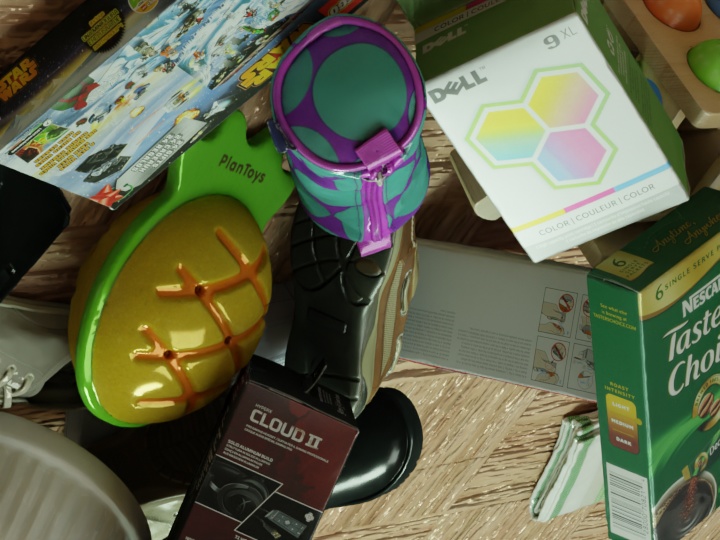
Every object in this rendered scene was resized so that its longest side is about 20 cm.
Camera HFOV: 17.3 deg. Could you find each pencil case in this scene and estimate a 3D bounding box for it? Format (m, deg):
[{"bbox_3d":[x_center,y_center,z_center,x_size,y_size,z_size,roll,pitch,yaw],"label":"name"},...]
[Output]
[{"bbox_3d":[-0.004,-0.073,1.322,0.084,0.093,0.200,-17,170,0],"label":"pencil case"}]

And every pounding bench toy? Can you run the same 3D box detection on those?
[{"bbox_3d":[0.169,-0.100,1.463,0.199,0.125,0.156,-6,142,-38],"label":"pounding bench toy"}]

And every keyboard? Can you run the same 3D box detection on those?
[{"bbox_3d":[-0.226,-0.047,1.279,0.104,0.040,0.200,-50,154,-16],"label":"keyboard"}]

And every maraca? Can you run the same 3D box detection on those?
[{"bbox_3d":[-0.103,0.001,1.392,0.137,0.107,0.201,18,99,-58],"label":"maraca"}]

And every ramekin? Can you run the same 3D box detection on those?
[{"bbox_3d":[-0.235,0.188,1.441,0.199,0.105,0.201,8,134,8],"label":"ramekin"}]

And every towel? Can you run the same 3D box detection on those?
[{"bbox_3d":[0.242,0.140,2.019,0.199,0.031,0.150,-20,152,-25],"label":"towel"}]

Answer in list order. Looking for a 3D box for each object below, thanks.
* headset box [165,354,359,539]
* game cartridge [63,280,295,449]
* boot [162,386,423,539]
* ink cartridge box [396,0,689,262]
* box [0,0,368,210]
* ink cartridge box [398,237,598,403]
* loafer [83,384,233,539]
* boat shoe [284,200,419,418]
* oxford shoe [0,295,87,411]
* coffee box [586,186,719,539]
[{"bbox_3d":[-0.067,0.143,1.422,0.149,0.077,0.201,-132,-114,-85],"label":"headset box"},{"bbox_3d":[-0.103,0.071,1.566,0.199,0.041,0.134,-18,152,-23],"label":"game cartridge"},{"bbox_3d":[-0.071,0.148,1.629,0.162,0.074,0.198,-13,169,-46],"label":"boot"},{"bbox_3d":[0.097,-0.107,1.338,0.103,0.060,0.200,-23,125,20],"label":"ink cartridge box"},{"bbox_3d":[-0.098,-0.119,1.253,0.200,0.040,0.137,-38,158,12],"label":"box"},{"bbox_3d":[0.140,0.037,1.572,0.175,0.199,0.085,8,93,-49],"label":"ink cartridge box"},{"bbox_3d":[-0.128,0.134,1.537,0.199,0.076,0.068,-18,151,-4],"label":"loafer"},{"bbox_3d":[0.000,0.000,1.500,0.074,0.075,0.201,-31,142,-50],"label":"boat shoe"},{"bbox_3d":[-0.225,0.052,1.397,0.199,0.058,0.075,6,137,-45],"label":"oxford shoe"},{"bbox_3d":[0.197,0.064,1.451,0.123,0.044,0.201,-32,128,-36],"label":"coffee box"}]
